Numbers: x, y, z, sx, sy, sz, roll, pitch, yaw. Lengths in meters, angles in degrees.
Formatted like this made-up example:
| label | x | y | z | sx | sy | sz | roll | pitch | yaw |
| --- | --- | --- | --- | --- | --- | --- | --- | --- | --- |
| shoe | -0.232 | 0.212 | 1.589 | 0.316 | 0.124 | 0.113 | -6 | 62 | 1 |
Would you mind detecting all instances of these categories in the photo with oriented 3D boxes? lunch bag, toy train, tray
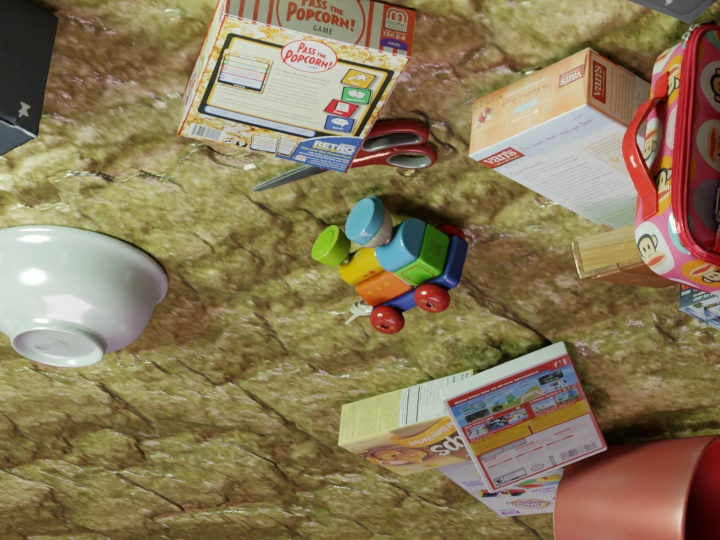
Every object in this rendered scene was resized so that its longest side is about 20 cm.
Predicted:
| label | x | y | z | sx | sy | sz | roll | pitch | yaw |
| --- | --- | --- | --- | --- | --- | --- | --- | --- | --- |
| lunch bag | 0.278 | -0.082 | 1.487 | 0.175 | 0.201 | 0.082 | 17 | 157 | -22 |
| toy train | 0.000 | 0.000 | 1.859 | 0.116 | 0.085 | 0.200 | 32 | 146 | -24 |
| tray | 0.268 | -0.015 | 1.713 | 0.098 | 0.037 | 0.200 | -16 | 171 | 26 |

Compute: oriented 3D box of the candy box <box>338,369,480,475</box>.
| label | x | y | z | sx | sy | sz | roll | pitch | yaw |
| --- | --- | --- | --- | --- | --- | --- | --- | --- | --- |
| candy box | 0.086 | 0.174 | 2.213 | 0.200 | 0.056 | 0.115 | -19 | 146 | 39 |

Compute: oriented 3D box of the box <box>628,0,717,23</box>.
| label | x | y | z | sx | sy | sz | roll | pitch | yaw |
| --- | --- | --- | --- | --- | --- | --- | --- | --- | --- |
| box | 0.186 | -0.252 | 1.329 | 0.199 | 0.049 | 0.158 | 16 | 153 | -20 |

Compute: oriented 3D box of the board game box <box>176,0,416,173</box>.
| label | x | y | z | sx | sy | sz | roll | pitch | yaw |
| --- | --- | --- | --- | --- | --- | --- | --- | --- | --- |
| board game box | -0.055 | -0.156 | 1.580 | 0.151 | 0.047 | 0.200 | 12 | 153 | -12 |

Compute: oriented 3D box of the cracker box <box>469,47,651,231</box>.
| label | x | y | z | sx | sy | sz | roll | pitch | yaw |
| --- | --- | --- | --- | --- | --- | --- | --- | --- | --- |
| cracker box | 0.206 | -0.101 | 1.622 | 0.200 | 0.058 | 0.134 | 24 | 150 | -35 |

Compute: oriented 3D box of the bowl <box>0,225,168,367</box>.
| label | x | y | z | sx | sy | sz | roll | pitch | yaw |
| --- | --- | --- | --- | --- | --- | --- | --- | --- | --- |
| bowl | -0.299 | 0.038 | 1.984 | 0.200 | 0.091 | 0.201 | 5 | 153 | 2 |

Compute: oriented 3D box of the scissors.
| label | x | y | z | sx | sy | sz | roll | pitch | yaw |
| --- | --- | --- | --- | --- | --- | --- | --- | --- | --- |
| scissors | -0.024 | -0.101 | 1.730 | 0.199 | 0.014 | 0.073 | -6 | 154 | 26 |

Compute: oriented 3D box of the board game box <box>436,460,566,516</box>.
| label | x | y | z | sx | sy | sz | roll | pitch | yaw |
| --- | --- | --- | --- | --- | --- | --- | --- | --- | --- |
| board game box | 0.191 | 0.237 | 2.338 | 0.152 | 0.040 | 0.200 | -9 | 150 | 28 |

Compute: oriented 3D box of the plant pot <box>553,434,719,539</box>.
| label | x | y | z | sx | sy | sz | roll | pitch | yaw |
| --- | --- | --- | --- | --- | --- | --- | --- | --- | --- |
| plant pot | 0.330 | 0.282 | 2.249 | 0.177 | 0.201 | 0.200 | 2 | 156 | 34 |

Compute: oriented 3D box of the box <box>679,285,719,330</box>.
| label | x | y | z | sx | sy | sz | roll | pitch | yaw |
| --- | --- | --- | --- | --- | --- | --- | --- | --- | --- |
| box | 0.421 | 0.038 | 1.879 | 0.200 | 0.040 | 0.137 | 25 | 149 | -34 |

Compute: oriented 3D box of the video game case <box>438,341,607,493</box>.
| label | x | y | z | sx | sy | sz | roll | pitch | yaw |
| --- | --- | --- | --- | --- | --- | --- | --- | --- | --- |
| video game case | 0.178 | 0.162 | 2.121 | 0.142 | 0.017 | 0.200 | -21 | 140 | 6 |

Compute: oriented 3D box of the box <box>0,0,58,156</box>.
| label | x | y | z | sx | sy | sz | roll | pitch | yaw |
| --- | --- | --- | --- | --- | --- | --- | --- | --- | --- |
| box | -0.379 | -0.163 | 1.557 | 0.196 | 0.118 | 0.200 | 27 | 148 | -36 |
